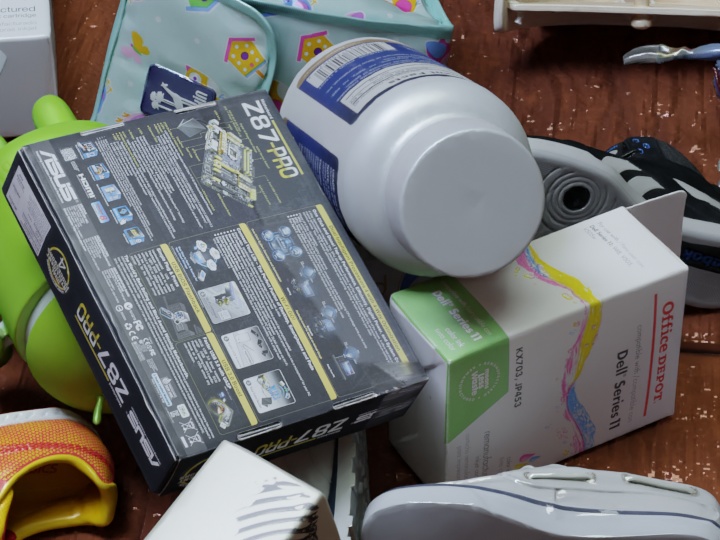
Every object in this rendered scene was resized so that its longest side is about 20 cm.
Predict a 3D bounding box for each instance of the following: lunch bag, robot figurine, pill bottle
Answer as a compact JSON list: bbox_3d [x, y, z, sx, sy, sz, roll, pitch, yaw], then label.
[{"bbox_3d":[-0.061,-0.113,1.680,0.200,0.170,0.122,6,33,-18],"label":"lunch bag"},{"bbox_3d":[-0.154,-0.004,1.563,0.175,0.116,0.200,-29,56,-4],"label":"robot figurine"},{"bbox_3d":[0.031,-0.060,1.535,0.111,0.111,0.200,-12,18,-14],"label":"pill bottle"}]

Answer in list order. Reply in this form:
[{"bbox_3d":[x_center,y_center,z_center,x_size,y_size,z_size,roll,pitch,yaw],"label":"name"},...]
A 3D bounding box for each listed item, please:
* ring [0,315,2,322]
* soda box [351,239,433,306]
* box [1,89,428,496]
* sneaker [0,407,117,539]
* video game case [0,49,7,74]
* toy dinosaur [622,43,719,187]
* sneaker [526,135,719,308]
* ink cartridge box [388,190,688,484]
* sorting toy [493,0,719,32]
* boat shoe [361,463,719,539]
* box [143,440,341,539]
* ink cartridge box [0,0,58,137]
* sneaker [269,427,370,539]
[{"bbox_3d":[-0.162,-0.019,1.718,0.200,0.019,0.201,0,40,0],"label":"ring"},{"bbox_3d":[0.000,0.000,1.653,0.200,0.068,0.064,-20,43,-22],"label":"soda box"},{"bbox_3d":[-0.079,0.007,1.475,0.161,0.049,0.200,-18,67,-30],"label":"box"},{"bbox_3d":[-0.230,0.123,1.499,0.200,0.073,0.077,-12,37,-14],"label":"sneaker"},{"bbox_3d":[-0.305,-0.050,1.657,0.200,0.017,0.143,-30,26,27],"label":"video game case"},{"bbox_3d":[0.274,-0.109,1.745,0.200,0.105,0.182,-12,28,13],"label":"toy dinosaur"},{"bbox_3d":[0.143,-0.048,1.671,0.200,0.073,0.112,23,26,-28],"label":"sneaker"},{"bbox_3d":[0.117,0.042,1.562,0.200,0.117,0.067,-21,44,-23],"label":"ink cartridge box"},{"bbox_3d":[0.192,-0.251,1.857,0.200,0.180,0.107,2,11,1],"label":"sorting toy"},{"bbox_3d":[0.101,0.135,1.487,0.200,0.072,0.066,1,35,1],"label":"boat shoe"},{"bbox_3d":[-0.094,0.189,1.370,0.068,0.082,0.200,26,65,26],"label":"box"},{"bbox_3d":[-0.281,-0.177,1.860,0.145,0.083,0.200,-5,40,-6],"label":"ink cartridge box"},{"bbox_3d":[-0.036,0.123,1.505,0.080,0.076,0.200,-5,37,10],"label":"sneaker"}]
